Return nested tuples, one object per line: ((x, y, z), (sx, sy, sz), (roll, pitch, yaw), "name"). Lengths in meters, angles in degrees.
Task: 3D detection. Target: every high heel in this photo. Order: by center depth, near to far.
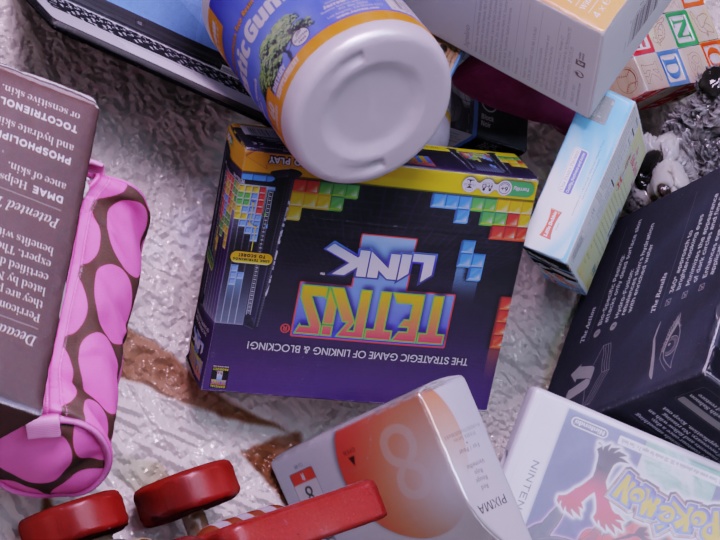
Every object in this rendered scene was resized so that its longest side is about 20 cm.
((0.119, -0.124, 1.719), (0.095, 0.200, 0.068), (-17, 81, 4), "high heel")

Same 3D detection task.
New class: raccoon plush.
((0.268, -0.083, 1.842), (0.097, 0.134, 0.200), (60, 25, 14), "raccoon plush")

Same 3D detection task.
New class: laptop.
((-0.120, -0.196, 1.594), (0.186, 0.200, 0.116), (22, 100, -25), "laptop")

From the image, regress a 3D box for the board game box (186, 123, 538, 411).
((0.000, 0.000, 1.559), (0.199, 0.057, 0.166), (5, 109, -18), "board game box")

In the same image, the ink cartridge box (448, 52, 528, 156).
((0.076, -0.183, 1.766), (0.099, 0.039, 0.201), (14, 65, -28), "ink cartridge box")

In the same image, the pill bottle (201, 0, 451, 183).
((-0.033, -0.153, 1.510), (0.111, 0.113, 0.200), (3, 33, -32), "pill bottle")

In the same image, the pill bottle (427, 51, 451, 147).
((0.007, -0.129, 1.655), (0.111, 0.112, 0.201), (15, 66, -28), "pill bottle")

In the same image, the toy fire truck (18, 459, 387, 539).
((-0.102, 0.172, 1.438), (0.199, 0.168, 0.113), (-13, 80, -36), "toy fire truck")

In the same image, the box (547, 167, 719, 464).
((0.242, 0.045, 1.692), (0.117, 0.200, 0.197), (35, 58, -19), "box")

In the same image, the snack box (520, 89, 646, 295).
((0.156, -0.052, 1.663), (0.037, 0.200, 0.117), (23, 87, 11), "snack box")

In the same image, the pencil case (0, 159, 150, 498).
((-0.179, 0.034, 1.470), (0.090, 0.094, 0.201), (9, 56, -10), "pencil case")

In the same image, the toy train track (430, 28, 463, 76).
((0.067, -0.167, 1.614), (0.114, 0.033, 0.201), (22, 62, 10), "toy train track")

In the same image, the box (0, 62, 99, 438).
((-0.270, -0.012, 1.395), (0.164, 0.166, 0.201), (20, 63, -27), "box")

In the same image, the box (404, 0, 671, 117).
((0.097, -0.212, 1.564), (0.199, 0.098, 0.125), (29, 64, 14), "box")

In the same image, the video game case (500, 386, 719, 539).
((0.170, 0.198, 1.604), (0.199, 0.023, 0.183), (23, 82, -8), "video game case")

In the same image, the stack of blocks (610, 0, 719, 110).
((0.193, -0.223, 1.833), (0.115, 0.058, 0.201), (-15, 82, -46), "stack of blocks")

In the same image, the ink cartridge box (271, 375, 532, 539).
((0.038, 0.184, 1.531), (0.050, 0.162, 0.201), (-15, 80, -43), "ink cartridge box")
